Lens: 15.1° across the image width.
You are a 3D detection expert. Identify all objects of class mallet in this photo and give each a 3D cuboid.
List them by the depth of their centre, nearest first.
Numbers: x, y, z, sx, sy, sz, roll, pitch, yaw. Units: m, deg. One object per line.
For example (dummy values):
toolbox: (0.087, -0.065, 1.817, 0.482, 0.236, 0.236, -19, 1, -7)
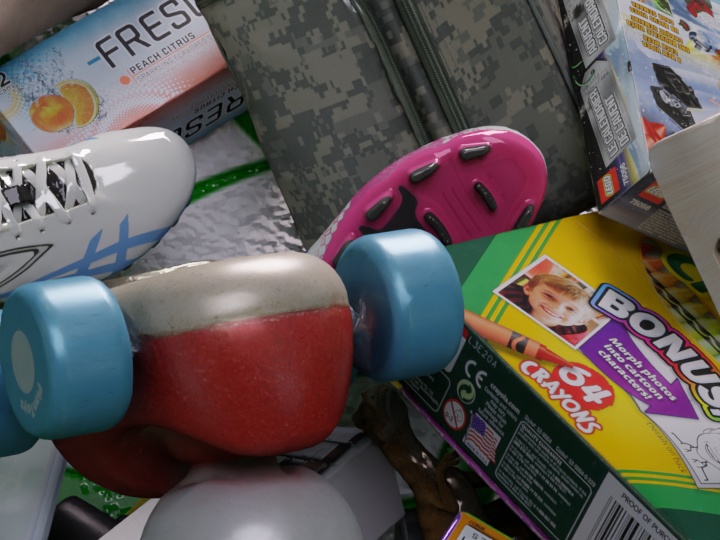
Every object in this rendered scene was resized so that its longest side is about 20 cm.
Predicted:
mallet: (-0.086, 0.082, 1.317, 0.066, 0.041, 0.200, 27, 58, 9)

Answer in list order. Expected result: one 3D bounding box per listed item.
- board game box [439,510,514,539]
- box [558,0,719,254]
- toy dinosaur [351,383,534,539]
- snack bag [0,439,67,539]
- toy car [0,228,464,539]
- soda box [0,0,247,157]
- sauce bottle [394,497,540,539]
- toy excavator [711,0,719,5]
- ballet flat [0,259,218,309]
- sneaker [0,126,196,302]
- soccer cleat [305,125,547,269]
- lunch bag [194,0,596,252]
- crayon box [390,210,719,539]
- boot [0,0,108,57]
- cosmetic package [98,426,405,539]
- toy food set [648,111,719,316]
board game box: (0.059, 0.269, 1.113, 0.199, 0.200, 0.200, 29, 44, 7)
box: (0.186, -0.058, 1.289, 0.199, 0.040, 0.138, 22, 44, -33)
toy dinosaur: (0.056, 0.141, 1.250, 0.106, 0.060, 0.201, -14, 95, 27)
snack bag: (-0.211, 0.138, 1.206, 0.199, 0.021, 0.190, -12, 53, 37)
toy car: (-0.057, 0.099, 1.110, 0.183, 0.177, 0.202, -8, 85, -29)
soda box: (-0.100, -0.106, 1.395, 0.199, 0.064, 0.068, -32, 71, -22)
sauce bottle: (0.117, 0.126, 1.301, 0.198, 0.066, 0.066, -2, 63, -10)
toy excavator: (0.168, -0.131, 1.414, 0.199, 0.194, 0.101, 17, 57, -31)
ballet flat: (-0.144, 0.036, 1.323, 0.198, 0.068, 0.062, -8, 29, -9)
sneaker: (-0.169, -0.023, 1.276, 0.199, 0.073, 0.072, -18, 74, -14)
soccer cleat: (0.000, 0.000, 1.264, 0.200, 0.086, 0.070, -42, 104, 5)
lunch bag: (0.025, -0.091, 1.330, 0.167, 0.139, 0.201, -23, 98, 14)
crayon box: (0.127, 0.060, 1.184, 0.172, 0.059, 0.200, -14, 50, -44)
boot: (-0.151, -0.158, 1.349, 0.146, 0.200, 0.071, -27, 97, 0)
cosmetic package: (-0.070, 0.132, 1.220, 0.082, 0.051, 0.200, 0, 24, 36)
toy food set: (0.208, -0.022, 1.214, 0.200, 0.060, 0.144, -31, 97, -50)
